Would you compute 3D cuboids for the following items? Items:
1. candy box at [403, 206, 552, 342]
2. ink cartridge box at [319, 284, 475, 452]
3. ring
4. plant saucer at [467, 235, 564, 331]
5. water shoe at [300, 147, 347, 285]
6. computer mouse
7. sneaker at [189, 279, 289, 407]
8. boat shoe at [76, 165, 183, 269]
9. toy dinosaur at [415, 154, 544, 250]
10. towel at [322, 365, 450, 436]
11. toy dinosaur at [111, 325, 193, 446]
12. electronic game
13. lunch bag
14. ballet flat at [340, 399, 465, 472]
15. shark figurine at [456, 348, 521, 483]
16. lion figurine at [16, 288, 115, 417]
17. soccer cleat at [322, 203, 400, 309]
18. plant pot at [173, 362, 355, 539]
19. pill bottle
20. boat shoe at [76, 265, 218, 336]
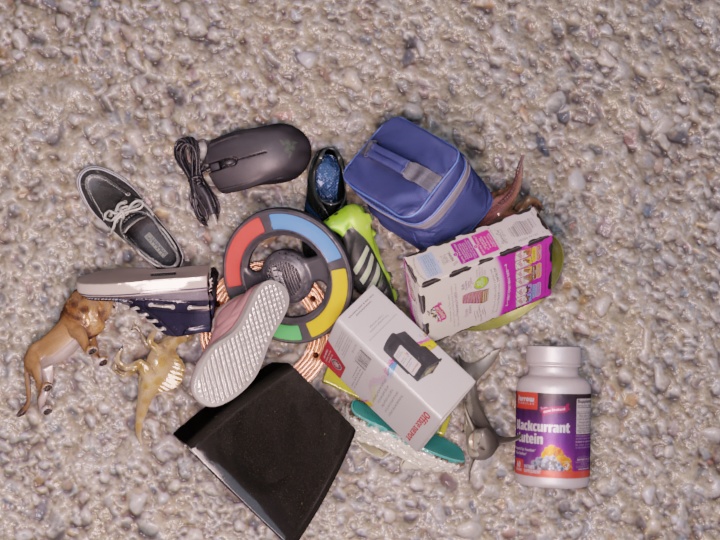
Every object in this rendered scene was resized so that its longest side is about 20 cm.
[{"bbox_3d":[0.163,0.009,1.527,0.198,0.137,0.061,-21,51,-9],"label":"candy box"},{"bbox_3d":[0.049,0.141,1.562,0.200,0.146,0.083,43,62,9],"label":"ink cartridge box"},{"bbox_3d":[-0.138,0.087,1.638,0.197,0.019,0.204,0,87,-5],"label":"ring"},{"bbox_3d":[0.202,0.007,1.617,0.198,0.201,0.031,-23,49,-7],"label":"plant saucer"},{"bbox_3d":[-0.053,-0.079,1.625,0.070,0.079,0.203,-3,87,-6],"label":"water shoe"},{"bbox_3d":[-0.165,-0.157,1.630,0.198,0.053,0.140,-19,88,-7],"label":"computer mouse"},{"bbox_3d":[-0.177,0.105,1.521,0.075,0.104,0.201,42,61,-19],"label":"sneaker"},{"bbox_3d":[-0.334,-0.074,1.599,0.073,0.068,0.200,-39,92,-7],"label":"boat shoe"},{"bbox_3d":[0.181,-0.073,1.618,0.134,0.201,0.086,-11,57,-44],"label":"toy dinosaur"},{"bbox_3d":[0.046,0.170,1.645,0.198,0.018,0.087,24,60,-4],"label":"towel"},{"bbox_3d":[-0.306,0.146,1.597,0.100,0.058,0.202,27,85,-5],"label":"toy dinosaur"},{"bbox_3d":[-0.104,0.008,1.576,0.197,0.042,0.203,6,111,16],"label":"electronic game"},{"bbox_3d":[0.073,-0.129,1.581,0.136,0.199,0.132,-50,136,-7],"label":"lunch bag"},{"bbox_3d":[0.056,0.255,1.636,0.198,0.072,0.072,26,85,-2],"label":"ballet flat"},{"bbox_3d":[0.189,0.219,1.613,0.088,0.215,0.130,-2,121,2],"label":"shark figurine"},{"bbox_3d":[-0.426,0.107,1.577,0.199,0.073,0.123,-36,57,0],"label":"lion figurine"},{"bbox_3d":[0.000,0.000,1.612,0.080,0.068,0.202,-24,114,-10],"label":"soccer cleat"},{"bbox_3d":[-0.124,0.237,1.543,0.200,0.199,0.178,44,76,-8],"label":"plant pot"},{"bbox_3d":[0.283,0.212,1.631,0.110,0.111,0.203,2,86,-6],"label":"pill bottle"},{"bbox_3d":[-0.296,0.049,1.561,0.197,0.075,0.094,-2,109,-3],"label":"boat shoe"}]
